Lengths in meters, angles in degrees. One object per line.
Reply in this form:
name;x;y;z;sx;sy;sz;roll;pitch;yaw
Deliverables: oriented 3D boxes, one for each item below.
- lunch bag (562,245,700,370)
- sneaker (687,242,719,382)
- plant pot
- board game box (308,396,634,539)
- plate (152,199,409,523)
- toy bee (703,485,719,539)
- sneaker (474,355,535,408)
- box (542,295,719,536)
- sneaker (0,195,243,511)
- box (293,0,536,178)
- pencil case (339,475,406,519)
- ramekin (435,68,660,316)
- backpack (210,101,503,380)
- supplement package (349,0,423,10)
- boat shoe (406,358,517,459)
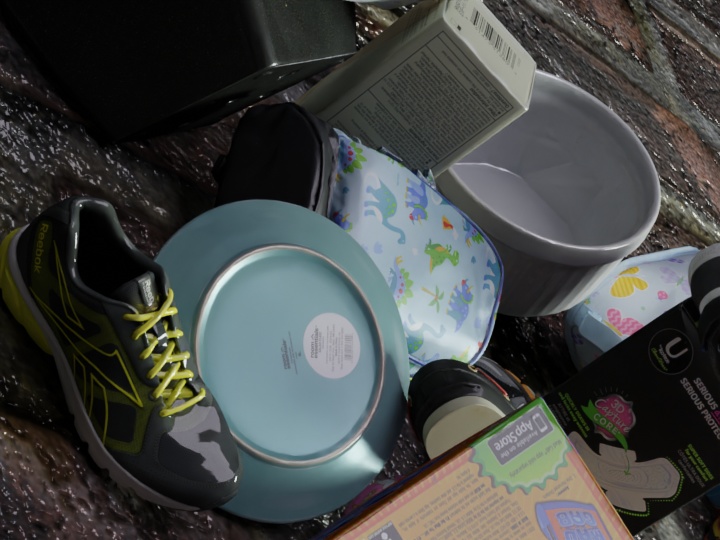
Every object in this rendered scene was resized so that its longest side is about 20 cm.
lunch bag;0.267;0.075;1.780;0.170;0.127;0.200;38;22;23
sneaker;0.303;0.075;1.508;0.200;0.073;0.112;32;36;-22
plant pot;-0.114;-0.194;1.453;0.200;0.199;0.178;-22;89;-63
board game box;0.030;0.221;1.104;0.200;0.200;0.200;-30;85;-38
plate;-0.047;0.053;1.330;0.200;0.026;0.201;8;75;-31
toy bee;0.351;0.179;1.868;0.131;0.109;0.200;40;30;-23
sneaker;0.087;0.141;1.510;0.077;0.078;0.200;19;44;-43
box;0.212;0.112;1.607;0.124;0.200;0.148;57;27;5
sneaker;-0.130;0.046;1.229;0.200;0.085;0.074;52;48;4
box;0.018;-0.105;1.538;0.095;0.200;0.078;47;27;-17
pencil case;0.064;0.179;1.300;0.086;0.200;0.083;-26;107;-22
ramekin;0.122;-0.057;1.701;0.200;0.105;0.200;16;43;-16
backpack;0.000;0.000;1.463;0.200;0.153;0.164;48;50;-49
supplement package;0.023;-0.284;1.430;0.117;0.117;0.201;-3;83;-62
boat shoe;0.095;0.135;1.406;0.201;0.074;0.063;54;8;-35
